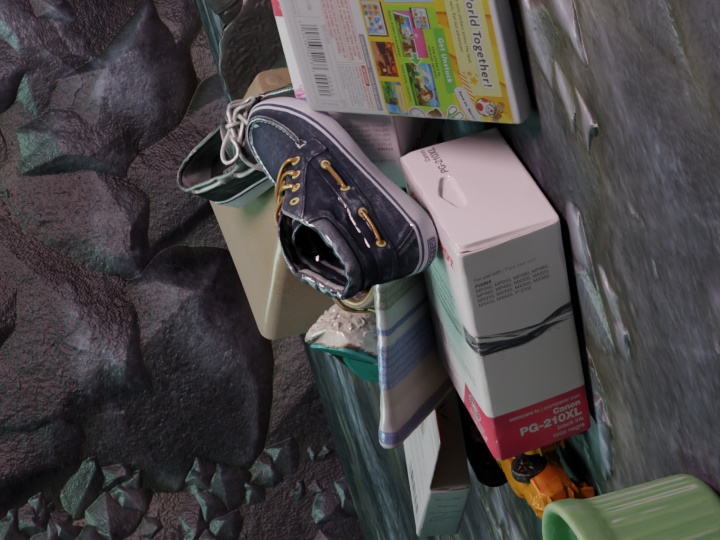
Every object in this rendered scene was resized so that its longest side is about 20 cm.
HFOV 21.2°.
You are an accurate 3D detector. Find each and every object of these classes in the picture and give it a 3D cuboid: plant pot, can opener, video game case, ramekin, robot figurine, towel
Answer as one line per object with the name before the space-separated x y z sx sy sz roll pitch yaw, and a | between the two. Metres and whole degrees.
plant pot | -0.020 -0.084 1.778 0.178 0.198 0.201 97 156 -48
can opener | 0.105 0.122 1.779 0.079 0.063 0.201 80 169 -49
video game case | 0.019 -0.197 1.341 0.181 0.023 0.201 7 127 32
ramekin | 0.196 0.227 1.219 0.200 0.097 0.202 161 90 -83
robot figurine | 0.130 0.119 1.604 0.200 0.058 0.146 -122 16 -59
towel | 0.042 0.026 1.536 0.147 0.024 0.202 -42 -47 -56

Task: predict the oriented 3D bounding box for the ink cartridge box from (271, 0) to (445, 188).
ink cartridge box | 0.003 -0.184 1.489 0.148 0.085 0.201 -62 -32 -50

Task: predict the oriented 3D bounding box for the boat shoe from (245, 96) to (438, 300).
boat shoe | -0.039 -0.057 1.413 0.200 0.090 0.071 40 134 31

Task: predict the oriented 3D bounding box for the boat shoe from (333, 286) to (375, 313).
boat shoe | 0.000 0.000 1.554 0.200 0.073 0.067 43 -129 -53

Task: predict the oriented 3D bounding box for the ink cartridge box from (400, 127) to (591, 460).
ink cartridge box | 0.102 0.016 1.460 0.145 0.084 0.201 -118 12 -54

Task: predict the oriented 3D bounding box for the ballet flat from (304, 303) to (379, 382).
ballet flat | -0.002 0.052 1.660 0.200 0.071 0.072 46 -157 -75

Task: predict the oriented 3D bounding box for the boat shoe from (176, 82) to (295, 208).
boat shoe | -0.091 -0.116 1.656 0.199 0.068 0.074 -28 61 49

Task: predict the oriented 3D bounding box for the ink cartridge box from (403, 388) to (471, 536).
ink cartridge box | 0.065 0.108 1.714 0.174 0.043 0.201 101 164 -56

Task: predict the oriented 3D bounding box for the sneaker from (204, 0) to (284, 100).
sneaker | -0.065 -0.253 1.763 0.104 0.199 0.060 51 -173 -17

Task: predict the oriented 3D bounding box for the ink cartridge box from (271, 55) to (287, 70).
ink cartridge box | -0.053 -0.261 1.828 0.068 0.114 0.202 -128 21 -71
